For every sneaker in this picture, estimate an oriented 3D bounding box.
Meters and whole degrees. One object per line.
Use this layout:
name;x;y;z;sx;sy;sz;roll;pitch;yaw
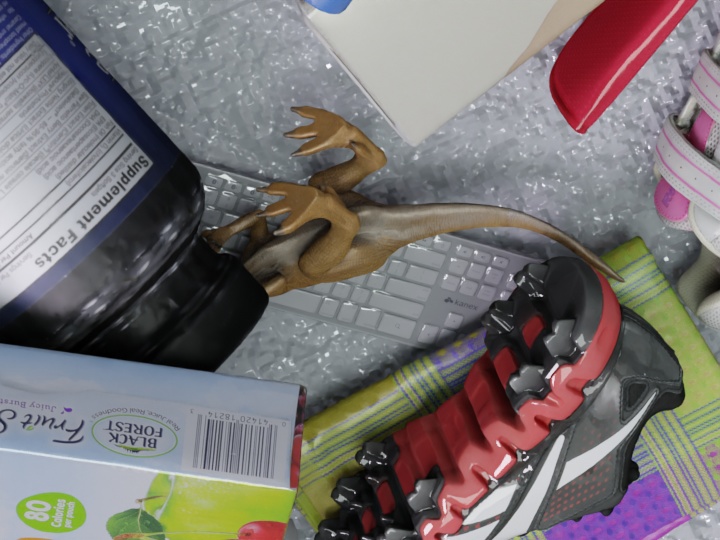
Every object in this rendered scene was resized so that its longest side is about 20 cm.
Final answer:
sneaker;0.062;0.086;1.193;0.098;0.071;0.201;27;117;-30
sneaker;0.167;-0.052;1.177;0.088;0.081;0.201;-13;115;-7

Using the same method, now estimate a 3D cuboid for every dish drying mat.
dish drying mat;0.145;-0.144;1.135;0.018;0.077;0.200;37;102;-14

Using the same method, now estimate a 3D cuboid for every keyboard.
keyboard;0.000;0.000;1.207;0.199;0.011;0.056;16;110;-17

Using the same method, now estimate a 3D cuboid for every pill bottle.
pill bottle;-0.133;-0.033;1.089;0.112;0.112;0.200;-41;101;8

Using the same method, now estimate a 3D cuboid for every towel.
towel;0.069;0.084;1.246;0.200;0.023;0.144;-30;116;6

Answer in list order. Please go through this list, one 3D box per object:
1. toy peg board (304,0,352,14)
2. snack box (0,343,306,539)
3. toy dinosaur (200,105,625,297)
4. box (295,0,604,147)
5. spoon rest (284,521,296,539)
toy peg board;-0.063;-0.172;1.026;0.200;0.199;0.098;25;123;-20
snack box;-0.130;0.087;1.071;0.199;0.053;0.142;9;143;-7
toy dinosaur;0.001;-0.018;1.172;0.199;0.061;0.106;-16;144;5
box;0.068;-0.150;1.108;0.200;0.095;0.078;-37;116;8
spoon rest;-0.105;0.163;1.171;0.200;0.099;0.061;-43;127;-29
